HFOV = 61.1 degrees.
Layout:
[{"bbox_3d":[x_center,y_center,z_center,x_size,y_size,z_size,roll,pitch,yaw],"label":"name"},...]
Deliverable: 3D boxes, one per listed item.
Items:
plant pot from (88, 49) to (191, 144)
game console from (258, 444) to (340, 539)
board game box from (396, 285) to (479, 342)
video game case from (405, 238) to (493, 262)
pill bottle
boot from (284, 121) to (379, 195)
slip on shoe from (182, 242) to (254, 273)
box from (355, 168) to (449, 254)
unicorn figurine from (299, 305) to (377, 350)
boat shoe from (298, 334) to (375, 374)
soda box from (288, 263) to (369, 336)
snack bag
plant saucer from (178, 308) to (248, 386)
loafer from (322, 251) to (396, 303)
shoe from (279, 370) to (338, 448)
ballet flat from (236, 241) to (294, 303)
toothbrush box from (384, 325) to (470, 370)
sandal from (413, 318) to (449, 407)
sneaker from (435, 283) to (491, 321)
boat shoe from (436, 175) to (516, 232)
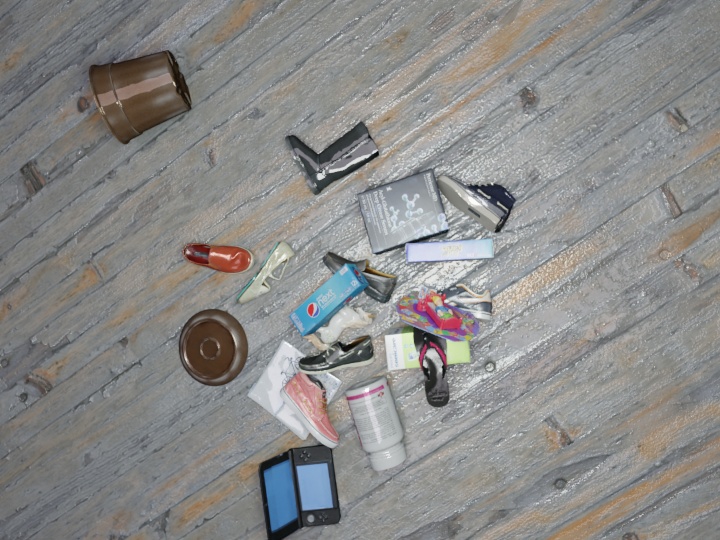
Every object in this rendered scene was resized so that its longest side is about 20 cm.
[{"bbox_3d":[-0.547,-0.452,1.548,0.193,0.200,0.205,-19,88,1],"label":"plant pot"},{"bbox_3d":[-0.150,0.561,1.534,0.166,0.118,0.206,-8,90,9],"label":"game console"},{"bbox_3d":[0.178,0.089,1.379,0.196,0.158,0.040,21,117,16],"label":"board game box"},{"bbox_3d":[0.208,-0.045,1.439,0.194,0.181,0.047,-3,90,8],"label":"video game case"},{"bbox_3d":[0.042,0.376,1.505,0.111,0.113,0.205,-19,88,8],"label":"pill bottle"},{"bbox_3d":[-0.071,-0.312,1.534,0.197,0.066,0.167,-31,95,11],"label":"boot"},{"bbox_3d":[-0.372,-0.034,1.587,0.194,0.061,0.076,10,91,7],"label":"slip on shoe"},{"bbox_3d":[0.105,-0.139,1.491,0.195,0.107,0.152,-18,88,8],"label":"box"},{"bbox_3d":[-0.055,0.122,1.544,0.137,0.074,0.201,44,113,5],"label":"unicorn figurine"},{"bbox_3d":[-0.063,0.209,1.526,0.194,0.072,0.069,-12,113,-4],"label":"boat shoe"},{"bbox_3d":[-0.077,0.071,1.474,0.199,0.068,0.065,-41,78,16],"label":"soda box"},{"bbox_3d":[-0.173,0.305,1.582,0.198,0.021,0.191,36,96,6],"label":"snack bag"},{"bbox_3d":[-0.393,0.205,1.609,0.194,0.032,0.207,0,92,8],"label":"plant saucer"},{"bbox_3d":[0.000,0.000,1.521,0.196,0.073,0.073,28,113,-3],"label":"loafer"},{"bbox_3d":[-0.107,0.343,1.528,0.200,0.071,0.091,46,99,6],"label":"shoe"},{"bbox_3d":[-0.242,0.018,1.568,0.062,0.067,0.202,37,96,-4],"label":"ballet flat"},{"bbox_3d":[0.162,0.177,1.468,0.194,0.146,0.089,-6,91,8],"label":"toothbrush box"},{"bbox_3d":[0.164,0.208,1.372,0.073,0.045,0.206,-10,91,8],"label":"sandal"},{"bbox_3d":[0.224,0.074,1.493,0.194,0.078,0.082,6,81,14],"label":"sneaker"},{"bbox_3d":[0.285,-0.186,1.490,0.199,0.075,0.093,40,75,10],"label":"boat shoe"}]
